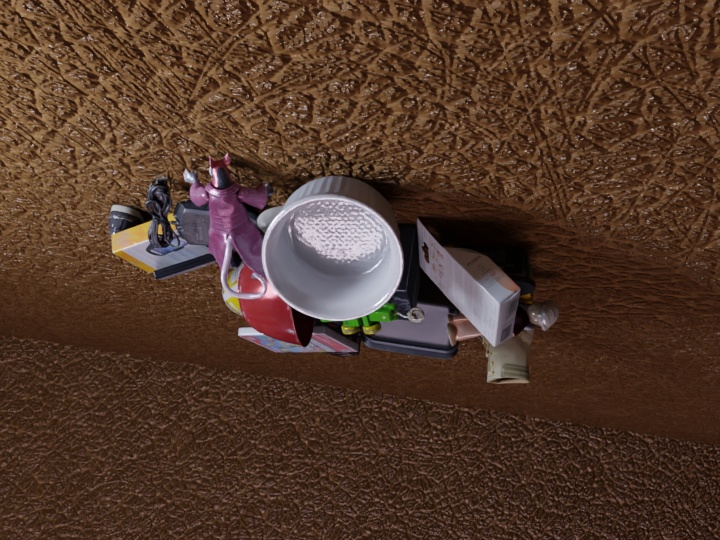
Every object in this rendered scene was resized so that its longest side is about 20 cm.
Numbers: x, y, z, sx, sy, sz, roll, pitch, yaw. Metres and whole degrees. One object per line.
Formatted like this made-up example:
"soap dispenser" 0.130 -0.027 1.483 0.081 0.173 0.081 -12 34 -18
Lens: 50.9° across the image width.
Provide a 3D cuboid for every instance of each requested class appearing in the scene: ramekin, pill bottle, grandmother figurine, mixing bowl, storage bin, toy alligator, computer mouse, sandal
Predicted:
"ramekin" -0.035 -0.037 1.086 0.199 0.098 0.202 2 121 3
"pill bottle" -0.206 0.025 1.523 0.109 0.110 0.200 15 163 -20
"grandmother figurine" 0.258 0.092 1.367 0.198 0.122 0.061 -12 118 12
"mixing bowl" -0.153 0.038 1.349 0.107 0.202 0.200 -4 162 9
"storage bin" 0.111 0.069 1.495 0.198 0.146 0.135 10 137 -2
"toy alligator" 0.025 0.066 1.234 0.199 0.060 0.054 -4 -160 31
"computer mouse" -0.246 -0.088 1.240 0.198 0.053 0.139 8 134 -5
"sandal" 0.239 0.049 1.291 0.075 0.048 0.200 11 164 -9

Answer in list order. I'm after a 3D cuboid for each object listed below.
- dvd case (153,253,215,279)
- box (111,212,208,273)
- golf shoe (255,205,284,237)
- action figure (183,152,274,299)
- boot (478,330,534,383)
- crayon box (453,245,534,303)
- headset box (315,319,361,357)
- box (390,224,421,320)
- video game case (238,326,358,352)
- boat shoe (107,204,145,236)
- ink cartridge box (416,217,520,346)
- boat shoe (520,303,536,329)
"dvd case" -0.315 -0.011 1.432 0.142 0.018 0.200 -18 -178 -11
"box" -0.323 -0.058 1.346 0.199 0.042 0.119 -19 157 11
"golf shoe" -0.072 -0.088 1.167 0.198 0.078 0.088 1 143 13
"action figure" -0.200 -0.076 1.106 0.133 0.149 0.201 -2 130 7
"boot" 0.278 0.166 1.659 0.198 0.157 0.073 7 164 8
"crayon box" 0.242 0.015 1.354 0.126 0.051 0.200 2 163 20
"headset box" -0.091 0.090 1.612 0.199 0.150 0.075 20 159 -33
"box" 0.000 0.000 1.317 0.195 0.118 0.200 6 163 10
"video game case" -0.122 0.138 1.503 0.199 0.018 0.143 -3 159 28
"boat shoe" -0.429 -0.061 1.431 0.072 0.063 0.200 9 164 4
"ink cartridge box" 0.171 0.012 1.219 0.050 0.200 0.163 -33 153 -11
"boat shoe" 0.291 0.090 1.541 0.066 0.074 0.200 -7 158 37
